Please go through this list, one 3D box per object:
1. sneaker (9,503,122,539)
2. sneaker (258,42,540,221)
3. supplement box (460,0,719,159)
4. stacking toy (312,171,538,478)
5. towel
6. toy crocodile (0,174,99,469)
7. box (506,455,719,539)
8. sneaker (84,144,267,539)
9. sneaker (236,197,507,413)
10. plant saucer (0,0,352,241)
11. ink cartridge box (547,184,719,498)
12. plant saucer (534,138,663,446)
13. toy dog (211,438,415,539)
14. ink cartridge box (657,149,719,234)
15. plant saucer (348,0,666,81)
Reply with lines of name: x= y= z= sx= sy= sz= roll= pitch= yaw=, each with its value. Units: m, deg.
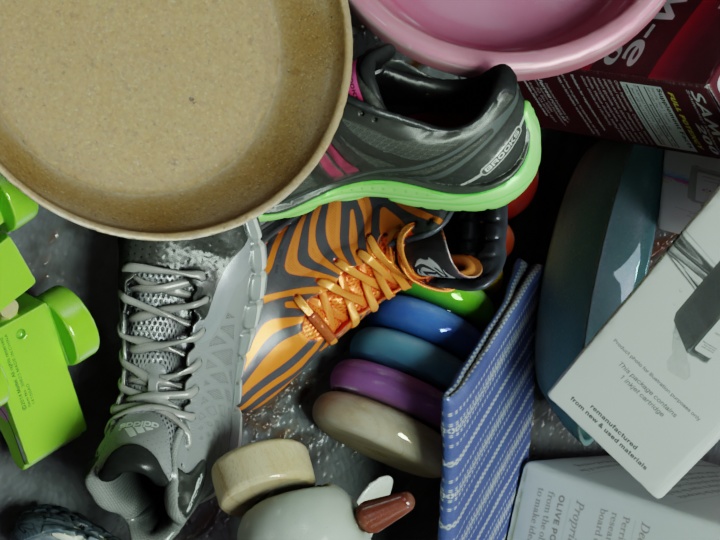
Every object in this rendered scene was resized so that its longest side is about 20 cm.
sneaker: x=-0.117 y=0.199 z=0.905 sx=0.086 sy=0.078 sz=0.200 roll=-50 pitch=125 yaw=-15
sneaker: x=-0.011 y=-0.075 z=0.882 sx=0.200 sy=0.077 sz=0.084 roll=-4 pitch=128 yaw=1
supplement box: x=0.152 y=-0.128 z=0.965 sx=0.109 sy=0.200 sz=0.061 roll=-51 pitch=127 yaw=-18
stacking toy: x=0.049 y=0.012 z=0.996 sx=0.085 sy=0.085 sz=0.200 roll=34 pitch=75 yaw=-38
towel: x=0.067 y=0.110 z=0.995 sx=0.145 sy=0.024 sz=0.200 roll=-54 pitch=151 yaw=-50
toy crocodile: x=-0.179 y=0.005 z=0.829 sx=0.068 sy=0.062 sz=0.200 roll=-36 pitch=124 yaw=-28
box: x=0.200 y=0.227 z=1.077 sx=0.199 sy=0.171 sz=0.200 roll=5 pitch=97 yaw=-53
sneaker: x=-0.092 y=0.046 z=0.846 sx=0.116 sy=0.075 sz=0.200 roll=-66 pitch=158 yaw=-64
sneaker: x=0.000 y=0.000 z=0.927 sx=0.200 sy=0.112 sz=0.078 roll=-53 pitch=131 yaw=-15
plant saucer: x=-0.102 y=-0.109 z=0.812 sx=0.200 sy=0.035 sz=0.200 roll=4 pitch=79 yaw=-23
ink cartridge box: x=0.207 y=0.004 z=0.912 sx=0.200 sy=0.084 sz=0.144 roll=-54 pitch=166 yaw=32
plant saucer: x=0.139 y=0.002 z=1.044 sx=0.200 sy=0.036 sz=0.200 roll=12 pitch=90 yaw=-74
toy dog: x=-0.004 y=0.144 z=0.892 sx=0.200 sy=0.096 sz=0.132 roll=20 pitch=54 yaw=-78
ink cartridge box: x=0.225 y=-0.102 z=1.041 sx=0.200 sy=0.067 sz=0.117 roll=71 pitch=38 yaw=-69
plant saucer: x=0.073 y=-0.188 z=0.929 sx=0.201 sy=0.200 sz=0.051 roll=-56 pitch=171 yaw=-15
